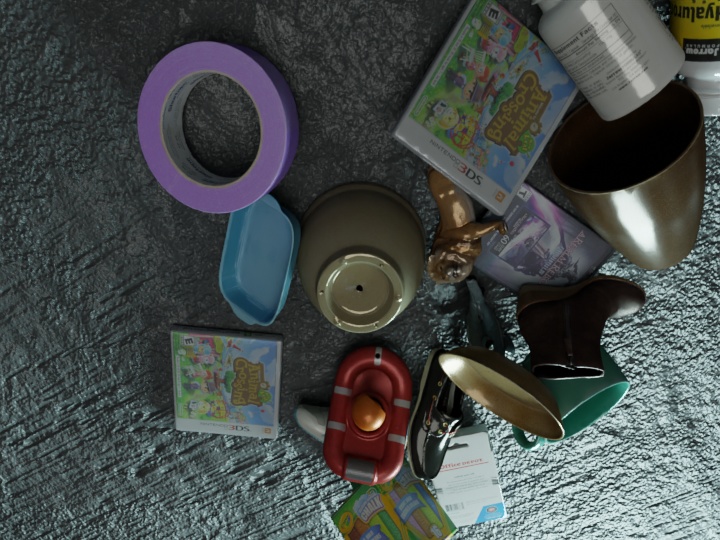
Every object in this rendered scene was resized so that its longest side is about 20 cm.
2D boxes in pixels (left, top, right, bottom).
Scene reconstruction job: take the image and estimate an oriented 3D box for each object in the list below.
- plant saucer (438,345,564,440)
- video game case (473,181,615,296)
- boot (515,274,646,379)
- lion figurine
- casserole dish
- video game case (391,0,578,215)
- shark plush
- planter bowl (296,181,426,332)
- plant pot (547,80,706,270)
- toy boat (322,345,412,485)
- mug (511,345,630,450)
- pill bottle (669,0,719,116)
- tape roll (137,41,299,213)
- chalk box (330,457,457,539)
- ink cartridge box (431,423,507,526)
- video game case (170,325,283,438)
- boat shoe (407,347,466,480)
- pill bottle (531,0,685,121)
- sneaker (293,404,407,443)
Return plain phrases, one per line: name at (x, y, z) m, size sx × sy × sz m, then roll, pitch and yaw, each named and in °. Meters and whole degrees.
plant saucer at (0.200, 0.162, 0.923) m, size 0.199 × 0.199 × 0.036 m, roll 43°, pitch 72°, yaw -19°
video game case at (0.255, -0.030, 0.970) m, size 0.197 × 0.019 × 0.144 m, roll 31°, pitch 114°, yaw -14°
boot at (0.318, 0.085, 0.924) m, size 0.193 × 0.169 × 0.074 m, roll -1°, pitch 129°, yaw 3°
lion figurine at (0.132, -0.088, 0.914) m, size 0.119 × 0.072 × 0.207 m, roll -12°, pitch 96°, yaw 20°
casserole dish at (-0.140, -0.019, 0.945) m, size 0.119 × 0.038 × 0.205 m, roll 30°, pitch 119°, yaw 24°
video game case at (0.160, -0.205, 0.827) m, size 0.179 × 0.022 × 0.203 m, roll 32°, pitch 92°, yaw -16°
shark plush at (0.199, 0.097, 1.001) m, size 0.088 × 0.084 × 0.206 m, roll -4°, pitch 118°, yaw 3°
planter bowl at (0.000, 0.000, 0.923) m, size 0.193 × 0.136 × 0.206 m, roll 0°, pitch 120°, yaw 1°
plant pot at (0.363, -0.102, 0.855) m, size 0.184 × 0.190 × 0.201 m, roll -29°, pitch 128°, yaw 16°
toy boat at (0.013, 0.215, 1.003) m, size 0.126 × 0.131 × 0.207 m, roll 9°, pitch 74°, yaw 3°
mug at (0.298, 0.177, 1.005) m, size 0.182 × 0.116 × 0.153 m, roll -31°, pitch 148°, yaw 0°
pill bottle at (0.419, -0.294, 0.773) m, size 0.107 × 0.112 × 0.205 m, roll -10°, pitch 118°, yaw 6°
tape roll at (-0.178, -0.181, 0.840) m, size 0.193 × 0.066 × 0.207 m, roll 3°, pitch 106°, yaw 10°
chalk box at (0.043, 0.411, 1.126) m, size 0.201 × 0.122 × 0.125 m, roll 49°, pitch 116°, yaw 21°
ink cartridge box at (0.178, 0.340, 1.141) m, size 0.112 × 0.067 × 0.205 m, roll -12°, pitch 118°, yaw 8°
video game case at (-0.219, 0.187, 1.090) m, size 0.175 × 0.022 × 0.206 m, roll 5°, pitch 118°, yaw -2°
boat shoe at (0.123, 0.227, 1.031) m, size 0.072 × 0.062 × 0.208 m, roll 14°, pitch 88°, yaw -40°
pill bottle at (0.272, -0.289, 0.768) m, size 0.114 × 0.115 × 0.201 m, roll -38°, pitch 100°, yaw 20°
sneaker at (-0.014, 0.251, 1.100) m, size 0.194 × 0.077 × 0.083 m, roll 18°, pitch 95°, yaw -4°
